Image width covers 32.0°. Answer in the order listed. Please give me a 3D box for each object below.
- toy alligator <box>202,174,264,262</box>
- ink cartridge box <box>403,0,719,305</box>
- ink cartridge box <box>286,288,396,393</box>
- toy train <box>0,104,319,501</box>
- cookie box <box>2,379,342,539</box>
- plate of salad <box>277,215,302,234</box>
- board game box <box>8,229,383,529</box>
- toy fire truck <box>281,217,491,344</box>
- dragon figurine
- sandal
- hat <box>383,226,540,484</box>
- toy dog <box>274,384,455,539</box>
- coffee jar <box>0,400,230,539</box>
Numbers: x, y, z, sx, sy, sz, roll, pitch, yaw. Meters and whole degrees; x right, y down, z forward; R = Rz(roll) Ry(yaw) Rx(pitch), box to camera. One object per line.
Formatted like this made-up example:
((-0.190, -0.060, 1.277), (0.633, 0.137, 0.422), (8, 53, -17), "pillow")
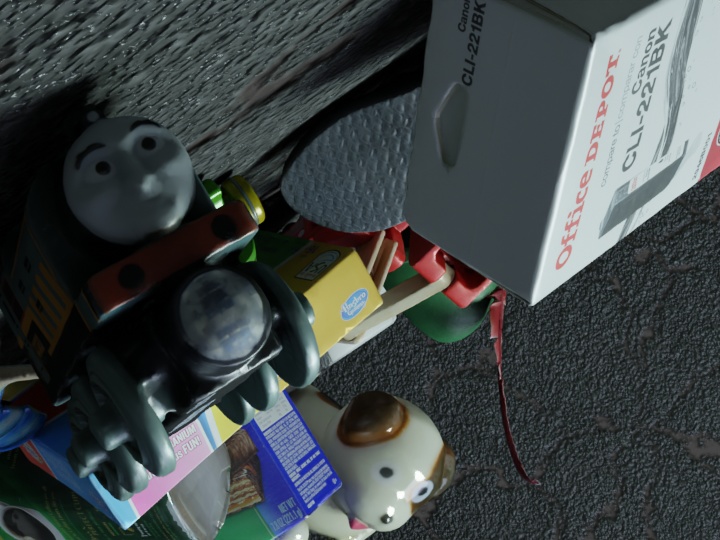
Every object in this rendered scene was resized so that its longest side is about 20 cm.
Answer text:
((-0.088, -0.007, 0.736), (0.059, 0.055, 0.200), (-32, 178, -16), "toy alligator")
((0.120, -0.097, 0.609), (0.199, 0.083, 0.146), (-31, 143, -37), "ink cartridge box")
((-0.090, 0.048, 1.065), (0.199, 0.086, 0.145), (-30, -160, -34), "ink cartridge box")
((-0.084, 0.015, 0.458), (0.085, 0.115, 0.200), (-31, 177, -22), "toy train")
((-0.140, 0.121, 0.917), (0.170, 0.201, 0.075), (-34, 177, 21), "cookie box")
((-0.013, -0.053, 0.987), (0.199, 0.048, 0.200), (-38, -174, 4), "plate of salad")
((-0.104, 0.053, 0.752), (0.200, 0.041, 0.152), (-41, -153, -23), "board game box")
((0.000, 0.000, 0.820), (0.199, 0.049, 0.142), (-39, -147, 23), "toy fire truck")
((-0.215, 0.078, 0.689), (0.199, 0.059, 0.099), (-33, 178, 22), "dragon figurine")
((0.044, -0.090, 0.711), (0.199, 0.076, 0.043), (-33, -154, 12), "sandal")
((0.085, 0.038, 0.980), (0.164, 0.178, 0.200), (-10, -160, 41), "hat")
((-0.018, 0.158, 1.015), (0.199, 0.140, 0.195), (-8, -140, 45), "toy dog")
((-0.193, 0.136, 0.841), (0.197, 0.105, 0.086), (-3, -131, 17), "coffee jar")
